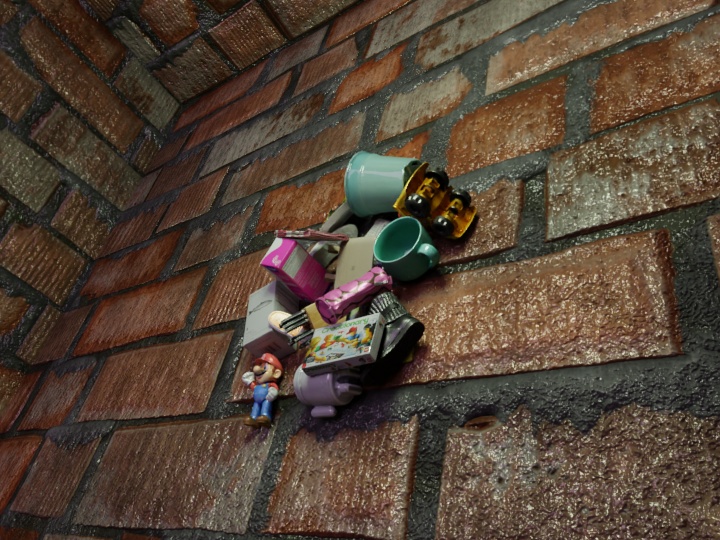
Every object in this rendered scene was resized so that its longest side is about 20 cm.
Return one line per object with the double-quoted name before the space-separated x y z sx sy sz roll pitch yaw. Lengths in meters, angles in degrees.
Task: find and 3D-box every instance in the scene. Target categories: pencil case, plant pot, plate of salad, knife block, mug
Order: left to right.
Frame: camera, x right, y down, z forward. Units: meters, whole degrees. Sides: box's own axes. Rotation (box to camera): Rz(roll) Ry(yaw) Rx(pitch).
"knife block" -0.125 0.114 1.522 0.064 0.173 0.203 -31 40 55
"plate of salad" -0.074 -0.178 1.823 0.200 0.048 0.200 -44 -5 -4
"pencil case" -0.014 0.063 1.459 0.198 0.092 0.093 -30 21 -22
"plant pot" 0.085 -0.260 1.729 0.193 0.201 0.202 6 58 37
"mug" 0.129 -0.040 1.527 0.151 0.115 0.186 -34 38 12

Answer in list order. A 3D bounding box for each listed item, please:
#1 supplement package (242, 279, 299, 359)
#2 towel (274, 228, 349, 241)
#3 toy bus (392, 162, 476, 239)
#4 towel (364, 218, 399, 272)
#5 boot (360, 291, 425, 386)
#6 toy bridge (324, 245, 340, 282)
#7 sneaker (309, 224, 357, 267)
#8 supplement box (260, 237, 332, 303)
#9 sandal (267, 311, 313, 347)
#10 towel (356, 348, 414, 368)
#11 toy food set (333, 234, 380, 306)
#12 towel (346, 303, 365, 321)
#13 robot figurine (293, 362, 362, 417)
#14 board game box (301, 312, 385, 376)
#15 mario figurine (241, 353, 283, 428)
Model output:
"supplement package" -0.264 0.154 1.713 0.116 0.117 0.202 -29 39 22
"towel" -0.146 -0.102 1.681 0.198 0.142 0.023 4 89 51
"toy bus" 0.188 -0.162 1.571 0.136 0.199 0.192 -53 5 -26
"towel" 0.047 -0.063 1.694 0.201 0.035 0.192 -52 37 -8
"boot" 0.048 0.167 1.410 0.211 0.080 0.157 -46 43 -6
"toy bridge" -0.074 0.024 1.701 0.066 0.027 0.204 7 66 -6
"sneaker" -0.095 -0.085 1.824 0.199 0.077 0.081 -38 27 7
"supplement box" -0.186 0.003 1.714 0.100 0.200 0.104 10 60 47
"sandal" -0.162 0.156 1.576 0.203 0.060 0.080 20 53 7
"towel" 0.051 0.205 1.451 0.197 0.018 0.087 -15 51 33
"toy food set" 0.000 0.000 1.625 0.142 0.060 0.204 -3 76 45
"towel" -0.030 0.163 1.517 0.144 0.022 0.202 -47 28 41
"robot figurine" -0.088 0.278 1.429 0.197 0.112 0.173 -12 63 36
"board game box" -0.040 0.178 1.371 0.197 0.035 0.127 -18 35 29
"mario figurine" -0.278 0.320 1.572 0.121 0.107 0.203 4 58 3
